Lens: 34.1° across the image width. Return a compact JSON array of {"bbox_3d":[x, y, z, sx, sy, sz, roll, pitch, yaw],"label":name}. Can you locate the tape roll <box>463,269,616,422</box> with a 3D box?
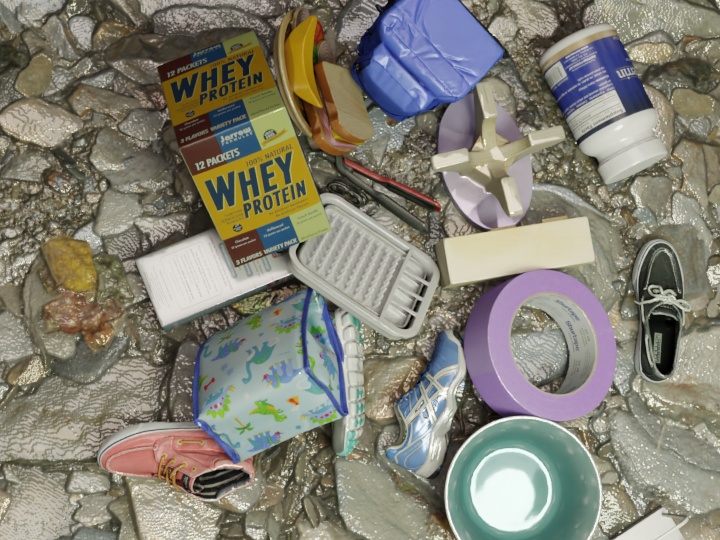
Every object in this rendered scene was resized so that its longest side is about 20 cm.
[{"bbox_3d":[0.238,0.103,1.548,0.200,0.066,0.200,7,74,-25],"label":"tape roll"}]

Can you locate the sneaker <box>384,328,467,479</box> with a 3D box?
[{"bbox_3d":[0.089,0.170,1.550,0.077,0.076,0.200,16,78,-6],"label":"sneaker"}]

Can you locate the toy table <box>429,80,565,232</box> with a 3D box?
[{"bbox_3d":[0.176,-0.157,1.596,0.184,0.117,0.200,-25,84,-8],"label":"toy table"}]

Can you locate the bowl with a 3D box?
[{"bbox_3d":[0.203,0.288,1.521,0.200,0.105,0.201,0,83,-2],"label":"bowl"}]

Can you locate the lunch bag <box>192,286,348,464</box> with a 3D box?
[{"bbox_3d":[-0.115,0.120,1.485,0.170,0.127,0.200,-25,40,12],"label":"lunch bag"}]

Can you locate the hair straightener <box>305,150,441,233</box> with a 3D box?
[{"bbox_3d":[0.008,-0.103,1.610,0.200,0.041,0.077,29,79,1],"label":"hair straightener"}]

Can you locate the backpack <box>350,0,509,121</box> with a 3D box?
[{"bbox_3d":[0.070,-0.290,1.568,0.168,0.200,0.163,-40,100,-3],"label":"backpack"}]

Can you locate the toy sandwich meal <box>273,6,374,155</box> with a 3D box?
[{"bbox_3d":[-0.047,-0.255,1.562,0.070,0.205,0.206,-11,80,23],"label":"toy sandwich meal"}]

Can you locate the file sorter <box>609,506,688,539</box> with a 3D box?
[{"bbox_3d":[0.405,0.427,1.507,0.139,0.125,0.200,-30,83,-10],"label":"file sorter"}]

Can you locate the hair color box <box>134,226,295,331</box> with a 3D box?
[{"bbox_3d":[-0.188,-0.003,1.568,0.200,0.061,0.099,-22,83,-7],"label":"hair color box"}]

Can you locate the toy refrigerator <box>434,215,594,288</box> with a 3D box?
[{"bbox_3d":[0.207,-0.027,1.593,0.200,0.076,0.070,-9,85,-5],"label":"toy refrigerator"}]

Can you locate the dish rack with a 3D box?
[{"bbox_3d":[0.000,0.000,1.549,0.200,0.044,0.172,34,41,-7],"label":"dish rack"}]

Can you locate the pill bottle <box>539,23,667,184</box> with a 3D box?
[{"bbox_3d":[0.338,-0.229,1.622,0.116,0.116,0.200,-23,83,-8],"label":"pill bottle"}]

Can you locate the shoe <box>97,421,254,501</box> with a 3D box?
[{"bbox_3d":[-0.234,0.245,1.495,0.200,0.091,0.072,-6,125,-9],"label":"shoe"}]

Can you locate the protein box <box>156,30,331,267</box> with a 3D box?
[{"bbox_3d":[-0.147,-0.155,1.481,0.135,0.200,0.199,-22,42,-1],"label":"protein box"}]

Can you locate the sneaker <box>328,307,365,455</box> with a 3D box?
[{"bbox_3d":[-0.043,0.146,1.557,0.091,0.078,0.200,-5,77,11],"label":"sneaker"}]

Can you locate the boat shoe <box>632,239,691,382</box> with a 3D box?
[{"bbox_3d":[0.410,0.052,1.601,0.073,0.068,0.200,11,79,-3],"label":"boat shoe"}]
